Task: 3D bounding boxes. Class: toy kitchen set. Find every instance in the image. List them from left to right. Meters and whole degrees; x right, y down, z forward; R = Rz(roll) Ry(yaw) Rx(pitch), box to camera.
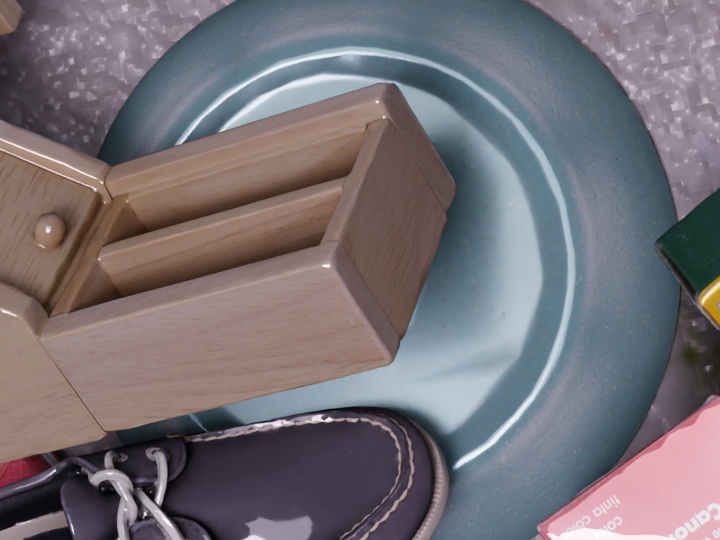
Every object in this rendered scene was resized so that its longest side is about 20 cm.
[{"bbox_3d":[-0.092,-0.078,0.729,0.180,0.163,0.200,-15,124,29],"label":"toy kitchen set"}]

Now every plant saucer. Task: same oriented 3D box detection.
[{"bbox_3d":[0.000,0.000,0.795,0.200,0.036,0.200,0,88,10],"label":"plant saucer"}]

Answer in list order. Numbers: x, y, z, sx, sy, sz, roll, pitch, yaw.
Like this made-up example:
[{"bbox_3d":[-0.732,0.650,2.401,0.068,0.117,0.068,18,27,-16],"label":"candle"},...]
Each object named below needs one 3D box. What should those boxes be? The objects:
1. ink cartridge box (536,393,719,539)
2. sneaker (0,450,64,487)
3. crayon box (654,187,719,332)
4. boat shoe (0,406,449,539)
[{"bbox_3d":[0.139,0.134,0.722,0.067,0.116,0.200,-37,81,7],"label":"ink cartridge box"},{"bbox_3d":[-0.162,0.050,0.798,0.074,0.087,0.200,-42,82,7],"label":"sneaker"},{"bbox_3d":[0.202,-0.021,0.722,0.200,0.052,0.126,-40,112,8],"label":"crayon box"},{"bbox_3d":[-0.071,0.086,0.740,0.200,0.063,0.073,-21,60,1],"label":"boat shoe"}]
